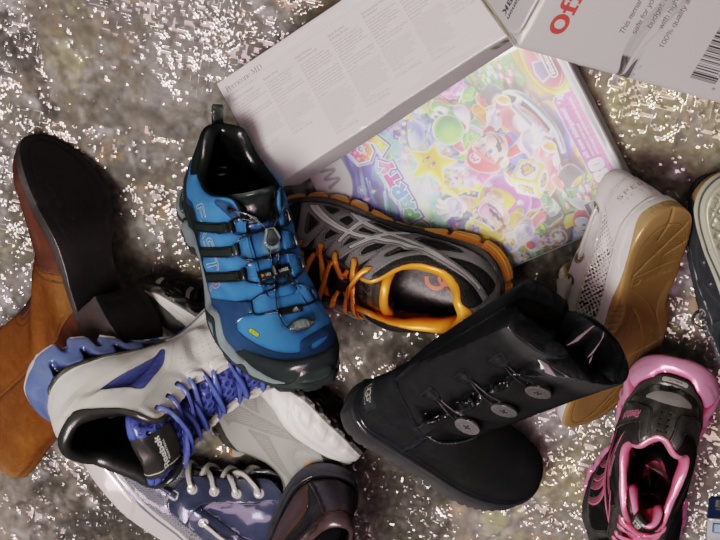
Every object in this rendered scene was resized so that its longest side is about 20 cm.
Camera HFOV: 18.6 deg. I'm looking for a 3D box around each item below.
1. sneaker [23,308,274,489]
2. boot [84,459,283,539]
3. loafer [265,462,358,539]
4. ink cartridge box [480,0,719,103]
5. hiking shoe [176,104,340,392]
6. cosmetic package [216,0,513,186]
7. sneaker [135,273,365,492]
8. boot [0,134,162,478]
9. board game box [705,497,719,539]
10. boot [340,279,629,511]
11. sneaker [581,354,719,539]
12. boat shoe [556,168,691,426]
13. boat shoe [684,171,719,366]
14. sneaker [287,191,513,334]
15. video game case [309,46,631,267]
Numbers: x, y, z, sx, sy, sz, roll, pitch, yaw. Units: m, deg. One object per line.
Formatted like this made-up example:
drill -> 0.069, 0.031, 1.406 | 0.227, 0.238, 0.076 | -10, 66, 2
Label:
sneaker -> -0.115, 0.087, 1.435 | 0.199, 0.115, 0.081 | -16, 125, -6
boot -> -0.106, 0.162, 1.596 | 0.090, 0.073, 0.200 | -42, 107, 19
loafer -> -0.047, 0.231, 1.555 | 0.072, 0.063, 0.200 | 9, 119, -17
ink cartridge box -> 0.187, -0.192, 1.320 | 0.200, 0.084, 0.144 | 11, 119, -31
hiking shoe -> -0.071, -0.009, 1.408 | 0.074, 0.200, 0.087 | -17, 142, -20
cosmetic package -> 0.010, -0.140, 1.442 | 0.200, 0.051, 0.083 | -31, 84, 22
sneaker -> -0.090, 0.081, 1.545 | 0.200, 0.074, 0.079 | 44, 103, -7
boot -> -0.235, 0.025, 1.570 | 0.200, 0.068, 0.189 | -40, 78, 42
board game box -> 0.340, 0.233, 1.536 | 0.199, 0.034, 0.136 | 3, 112, 12
boot -> 0.107, 0.087, 1.452 | 0.165, 0.066, 0.200 | 22, 144, -27
sneaker -> 0.191, 0.155, 1.495 | 0.079, 0.095, 0.200 | 10, 130, 6
boat shoe -> 0.164, 0.017, 1.475 | 0.069, 0.071, 0.200 | 48, 138, 35
boat shoe -> 0.259, 0.024, 1.453 | 0.074, 0.062, 0.200 | -20, 107, -7
sneaker -> 0.000, 0.000, 1.477 | 0.199, 0.077, 0.078 | 7, 115, 12
video game case -> 0.072, -0.065, 1.485 | 0.200, 0.018, 0.143 | -23, 105, 21
